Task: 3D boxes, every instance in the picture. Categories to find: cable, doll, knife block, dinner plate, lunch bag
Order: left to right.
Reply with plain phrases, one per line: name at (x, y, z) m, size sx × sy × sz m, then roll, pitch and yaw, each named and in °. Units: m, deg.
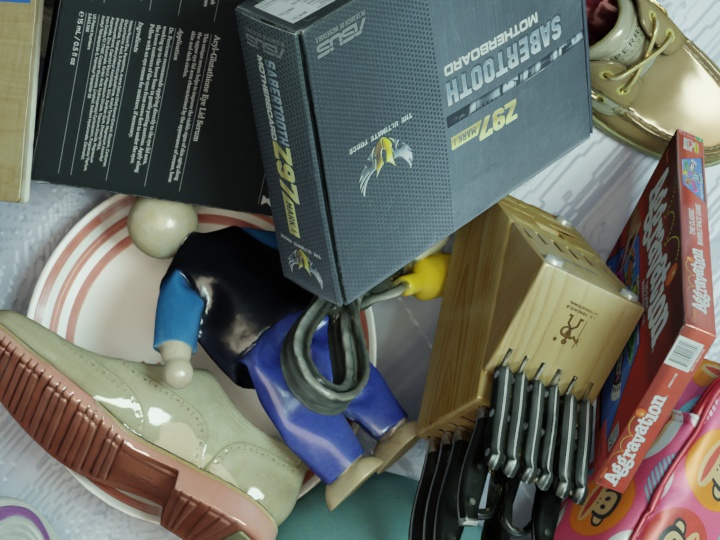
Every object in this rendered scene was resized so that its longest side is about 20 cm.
dinner plate at (-0.090, 0.045, 1.031) m, size 0.198 × 0.024 × 0.202 m, roll 1°, pitch 81°, yaw -5°
doll at (-0.056, 0.033, 0.985) m, size 0.136 × 0.049 × 0.200 m, roll -33°, pitch 77°, yaw -40°
cable at (0.000, 0.000, 0.974) m, size 0.050 × 0.200 × 0.097 m, roll -39°, pitch 94°, yaw 27°
knife block at (0.070, 0.065, 0.966) m, size 0.064 × 0.200 × 0.176 m, roll 24°, pitch 104°, yaw -19°
lunch bag at (0.191, 0.168, 1.010) m, size 0.176 × 0.082 × 0.201 m, roll 42°, pitch 77°, yaw -26°

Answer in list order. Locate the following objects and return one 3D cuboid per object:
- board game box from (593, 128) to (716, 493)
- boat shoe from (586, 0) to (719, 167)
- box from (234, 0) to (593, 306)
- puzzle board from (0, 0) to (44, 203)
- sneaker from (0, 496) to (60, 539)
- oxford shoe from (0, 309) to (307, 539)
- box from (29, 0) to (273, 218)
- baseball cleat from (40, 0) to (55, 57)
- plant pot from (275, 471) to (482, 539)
board game box at (0.152, 0.015, 0.952) m, size 0.019 × 0.200 × 0.103 m, roll 22°, pitch 121°, yaw -5°
boat shoe at (0.137, -0.128, 1.026) m, size 0.199 × 0.066 × 0.074 m, roll 35°, pitch 90°, yaw -3°
box at (0.035, -0.098, 0.930) m, size 0.199 × 0.051 × 0.159 m, roll -33°, pitch 132°, yaw -31°
puzzle board at (-0.253, -0.120, 0.991) m, size 0.198 × 0.017 × 0.152 m, roll 6°, pitch 92°, yaw 27°
sneaker at (-0.240, 0.146, 1.022) m, size 0.200 × 0.099 × 0.075 m, roll 48°, pitch 55°, yaw -21°
oxford shoe at (-0.120, 0.077, 0.986) m, size 0.199 × 0.071 × 0.074 m, roll 37°, pitch 56°, yaw -5°
box at (-0.090, -0.141, 0.965) m, size 0.140 × 0.079 × 0.201 m, roll 10°, pitch 114°, yaw -12°
baseball cleat at (-0.139, -0.174, 1.022) m, size 0.198 × 0.070 × 0.107 m, roll -5°, pitch 107°, yaw 1°
plant pot at (-0.001, 0.217, 0.996) m, size 0.198 × 0.135 × 0.202 m, roll 0°, pitch 91°, yaw -2°
